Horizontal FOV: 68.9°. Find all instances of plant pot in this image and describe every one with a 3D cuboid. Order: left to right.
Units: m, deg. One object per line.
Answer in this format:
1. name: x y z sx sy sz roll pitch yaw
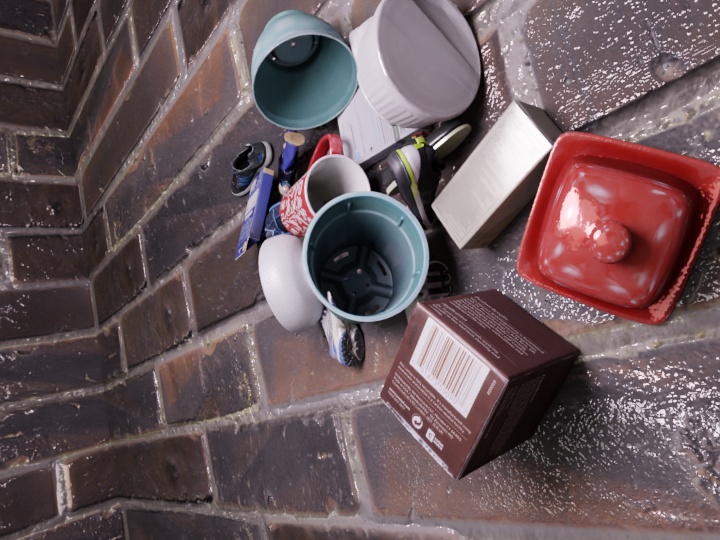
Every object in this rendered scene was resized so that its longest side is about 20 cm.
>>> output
1. plant pot: -0.114 -0.386 0.967 0.200 0.196 0.137 -46 51 39
2. plant pot: 0.000 0.000 0.890 0.196 0.194 0.206 112 143 -75

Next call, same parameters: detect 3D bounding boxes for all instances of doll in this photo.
1. doll: -0.154 -0.227 1.131 0.201 0.047 0.140 115 156 -59

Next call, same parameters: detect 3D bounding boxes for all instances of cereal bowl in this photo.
1. cereal bowl: -0.123 0.019 1.078 0.081 0.199 0.206 -18 78 15

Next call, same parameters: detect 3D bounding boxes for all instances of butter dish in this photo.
1. butter dish: 0.286 -0.042 0.602 0.196 0.147 0.205 21 110 22

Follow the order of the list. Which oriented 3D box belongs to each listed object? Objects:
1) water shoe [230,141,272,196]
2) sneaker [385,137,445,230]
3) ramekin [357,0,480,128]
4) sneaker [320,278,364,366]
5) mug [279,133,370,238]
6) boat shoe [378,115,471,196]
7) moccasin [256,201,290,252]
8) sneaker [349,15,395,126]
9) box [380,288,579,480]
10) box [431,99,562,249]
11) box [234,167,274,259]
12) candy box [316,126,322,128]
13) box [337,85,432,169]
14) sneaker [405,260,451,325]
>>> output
1. water shoe: -0.294 -0.258 1.309 0.199 0.077 0.073 -38 66 43
2. sneaker: 0.104 -0.133 0.824 0.082 0.200 0.073 -32 64 4
3. ramekin: 0.084 -0.317 0.806 0.093 0.197 0.209 -13 83 59
4. sneaker: -0.049 0.091 1.069 0.084 0.075 0.207 -3 90 52
5. mug: -0.070 -0.149 1.029 0.181 0.132 0.199 -62 20 -18
6. boat shoe: 0.100 -0.200 0.877 0.200 0.072 0.065 -33 78 49
7. moccasin: -0.185 -0.093 1.211 0.199 0.078 0.070 -38 51 57
8. sneaker: 0.041 -0.346 0.882 0.087 0.074 0.205 -27 70 32
9. box: 0.165 0.147 0.739 0.165 0.196 0.168 40 121 38
10. box: 0.202 -0.132 0.764 0.201 0.076 0.096 -51 58 37
11. box: -0.251 -0.127 1.239 0.120 0.032 0.206 -19 58 64
12. candy box: -0.147 -0.405 1.145 0.198 0.060 0.140 34 118 40
13. box: 0.035 -0.293 0.967 0.197 0.040 0.161 -20 77 46
14. sneaker: 0.110 0.088 0.899 0.080 0.073 0.207 -1 86 57
